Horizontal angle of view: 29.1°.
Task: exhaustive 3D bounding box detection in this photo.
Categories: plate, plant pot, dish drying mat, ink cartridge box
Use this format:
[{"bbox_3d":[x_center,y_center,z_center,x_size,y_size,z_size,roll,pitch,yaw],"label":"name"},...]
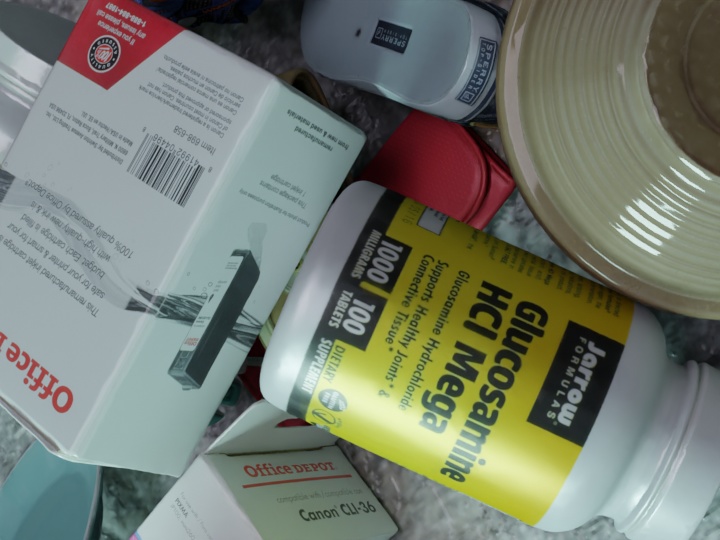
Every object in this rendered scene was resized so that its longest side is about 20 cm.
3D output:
[{"bbox_3d":[-0.201,0.184,0.840,0.200,0.026,0.201,-43,31,34],"label":"plate"},{"bbox_3d":[0.156,-0.078,0.564,0.200,0.093,0.202,0,91,4],"label":"plant pot"},{"bbox_3d":[0.000,0.000,0.761,0.200,0.018,0.077,-50,62,22],"label":"dish drying mat"},{"bbox_3d":[-0.063,0.156,0.738,0.200,0.116,0.068,-50,62,22],"label":"ink cartridge box"},{"bbox_3d":[-0.112,-0.019,0.693,0.144,0.084,0.201,32,93,36],"label":"ink cartridge box"}]

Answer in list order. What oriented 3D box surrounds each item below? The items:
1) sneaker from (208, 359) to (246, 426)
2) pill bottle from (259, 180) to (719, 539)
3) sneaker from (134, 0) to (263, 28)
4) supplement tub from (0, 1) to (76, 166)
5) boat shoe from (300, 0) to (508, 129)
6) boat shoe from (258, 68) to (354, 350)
[{"bbox_3d":[-0.106,-0.010,0.802,0.091,0.077,0.201,-7,70,59],"label":"sneaker"},{"bbox_3d":[0.064,0.047,0.626,0.199,0.112,0.113,24,103,4],"label":"pill bottle"},{"bbox_3d":[-0.093,-0.160,0.771,0.200,0.078,0.076,-174,93,-68],"label":"sneaker"},{"bbox_3d":[-0.205,-0.043,0.825,0.144,0.144,0.200,39,109,29],"label":"supplement tub"},{"bbox_3d":[0.041,-0.111,0.714,0.200,0.091,0.071,43,113,56],"label":"boat shoe"},{"bbox_3d":[-0.023,-0.016,0.723,0.066,0.074,0.201,-33,70,31],"label":"boat shoe"}]
